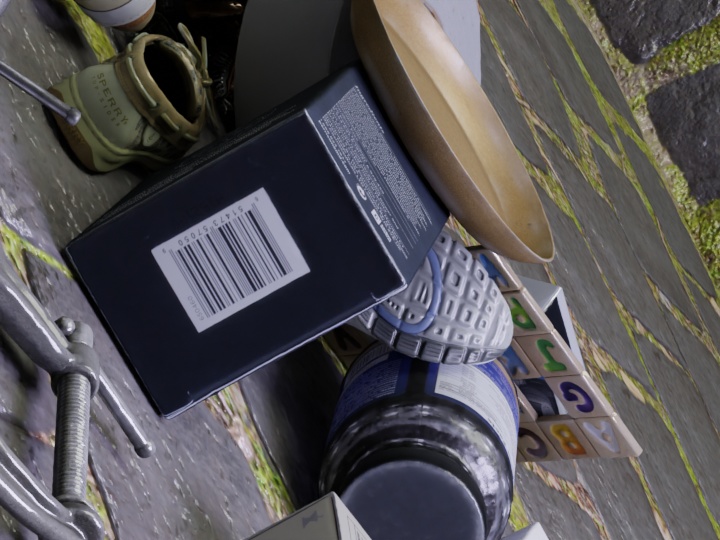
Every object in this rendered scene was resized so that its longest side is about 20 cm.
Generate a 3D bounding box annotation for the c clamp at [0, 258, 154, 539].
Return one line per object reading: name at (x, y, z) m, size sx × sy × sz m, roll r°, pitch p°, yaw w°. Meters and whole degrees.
c clamp at (-0.139, 0.059, 1.272) m, size 0.171 × 0.027 × 0.200 m, roll 56°, pitch 13°, yaw -21°

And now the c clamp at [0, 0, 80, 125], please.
c clamp at (-0.171, -0.200, 1.432) m, size 0.171 × 0.200 × 0.027 m, roll 28°, pitch -3°, yaw -16°

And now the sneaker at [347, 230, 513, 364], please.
sneaker at (0.000, 0.000, 1.690) m, size 0.200 × 0.075 × 0.087 m, roll 25°, pitch -6°, yaw 13°

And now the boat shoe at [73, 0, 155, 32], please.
boat shoe at (-0.175, -0.224, 1.691) m, size 0.068 × 0.075 × 0.200 m, roll 65°, pitch 2°, yaw -67°

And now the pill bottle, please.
pill bottle at (0.033, 0.112, 1.660) m, size 0.112 × 0.112 × 0.200 m, roll 58°, pitch 14°, yaw -12°

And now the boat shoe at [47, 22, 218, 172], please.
boat shoe at (-0.114, -0.098, 1.641) m, size 0.073 × 0.063 × 0.200 m, roll 58°, pitch 16°, yaw -4°

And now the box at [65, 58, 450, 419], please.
box at (-0.050, -0.021, 1.545) m, size 0.107 × 0.148 × 0.200 m, roll 59°, pitch 14°, yaw -7°

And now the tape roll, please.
tape roll at (0.001, -0.116, 1.761) m, size 0.200 × 0.066 × 0.201 m, roll -21°, pitch 115°, yaw -58°

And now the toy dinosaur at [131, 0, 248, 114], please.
toy dinosaur at (-0.105, -0.156, 1.805) m, size 0.199 × 0.102 × 0.136 m, roll 22°, pitch 6°, yaw -10°

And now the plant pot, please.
plant pot at (0.048, -0.086, 1.658) m, size 0.200 × 0.027 × 0.200 m, roll 55°, pitch 13°, yaw -20°

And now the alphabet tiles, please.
alphabet tiles at (0.059, 0.056, 1.775) m, size 0.167 × 0.200 × 0.008 m, roll 53°, pitch 56°, yaw -21°

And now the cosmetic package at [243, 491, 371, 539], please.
cosmetic package at (0.012, 0.220, 1.437) m, size 0.200 × 0.073 × 0.104 m, roll 53°, pitch 15°, yaw -29°

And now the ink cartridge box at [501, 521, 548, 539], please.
ink cartridge box at (0.106, 0.260, 1.681) m, size 0.200 × 0.083 × 0.147 m, roll 61°, pitch 14°, yaw -1°

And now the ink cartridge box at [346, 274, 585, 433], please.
ink cartridge box at (0.045, 0.033, 1.804) m, size 0.039 × 0.200 × 0.100 m, roll -49°, pitch 138°, yaw -30°

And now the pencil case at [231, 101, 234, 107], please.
pencil case at (-0.037, -0.106, 1.908) m, size 0.085 × 0.084 × 0.201 m, roll -10°, pitch 67°, yaw -28°
